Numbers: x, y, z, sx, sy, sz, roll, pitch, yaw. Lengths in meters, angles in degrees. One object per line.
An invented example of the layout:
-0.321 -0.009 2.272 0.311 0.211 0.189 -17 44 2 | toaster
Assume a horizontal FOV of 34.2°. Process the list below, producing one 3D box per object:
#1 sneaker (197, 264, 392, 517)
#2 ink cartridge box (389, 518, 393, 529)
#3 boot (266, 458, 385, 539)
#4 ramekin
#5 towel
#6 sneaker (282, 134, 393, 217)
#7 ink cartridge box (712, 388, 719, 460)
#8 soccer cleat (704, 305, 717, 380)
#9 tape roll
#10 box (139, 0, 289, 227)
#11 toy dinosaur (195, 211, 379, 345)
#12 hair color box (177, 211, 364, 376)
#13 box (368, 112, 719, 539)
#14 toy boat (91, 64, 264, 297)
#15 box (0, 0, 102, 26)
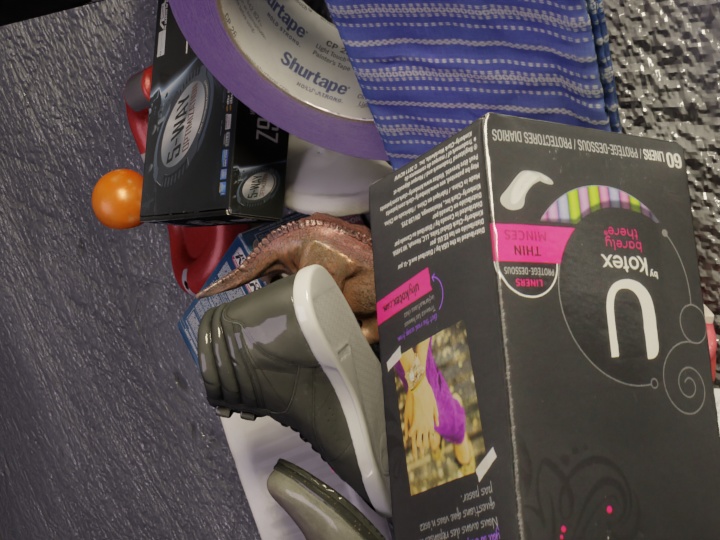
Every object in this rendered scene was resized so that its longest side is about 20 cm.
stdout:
-0.038 0.086 0.758 0.098 0.071 0.201 -10 125 20 | sneaker
0.081 0.171 0.823 0.199 0.076 0.138 -2 109 57 | ink cartridge box
-0.021 0.235 0.782 0.200 0.131 0.068 47 169 -2 | boot
-0.047 0.157 0.935 0.202 0.093 0.204 160 90 -83 | ramekin
0.059 -0.093 0.594 0.144 0.024 0.201 8 146 27 | towel
-0.039 -0.100 0.835 0.199 0.075 0.089 31 123 46 | sneaker
0.192 0.133 0.593 0.199 0.057 0.163 -5 124 50 | ink cartridge box
0.112 0.021 0.669 0.199 0.066 0.077 32 133 35 | soccer cleat
-0.005 -0.151 0.636 0.198 0.066 0.201 17 148 11 | tape roll
-0.103 -0.134 0.850 0.160 0.043 0.202 2 87 58 | box
0.000 0.000 0.766 0.136 0.198 0.086 122 159 -53 | toy dinosaur
-0.070 0.018 0.932 0.061 0.099 0.200 61 150 9 | hair color box
0.084 0.044 0.543 0.106 0.121 0.202 -24 67 58 | box
-0.165 -0.070 0.990 0.130 0.130 0.202 -5 107 59 | toy boat
-0.204 -0.235 0.863 0.193 0.199 0.048 -15 97 59 | box
